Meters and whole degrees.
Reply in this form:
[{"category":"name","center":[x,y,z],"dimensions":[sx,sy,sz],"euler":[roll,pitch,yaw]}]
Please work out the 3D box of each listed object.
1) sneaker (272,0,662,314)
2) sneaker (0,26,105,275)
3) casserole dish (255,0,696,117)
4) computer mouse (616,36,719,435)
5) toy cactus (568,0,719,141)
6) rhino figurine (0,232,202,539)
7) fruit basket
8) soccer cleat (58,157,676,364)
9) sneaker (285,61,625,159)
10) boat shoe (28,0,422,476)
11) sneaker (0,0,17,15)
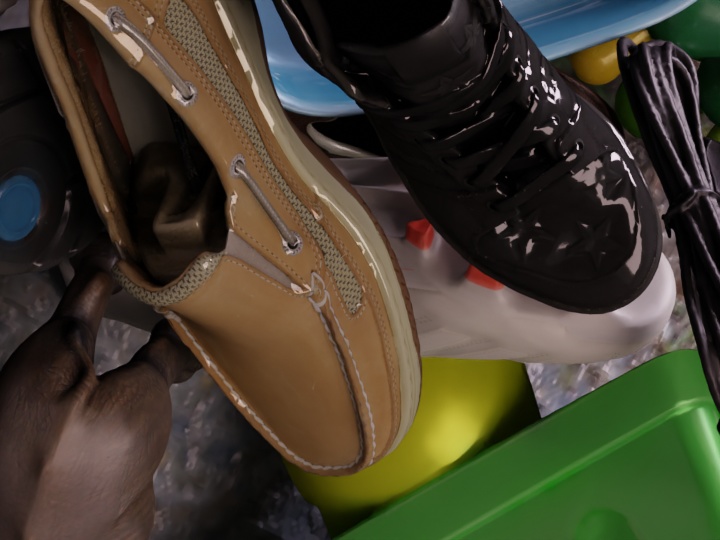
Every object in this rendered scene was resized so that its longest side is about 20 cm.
[{"category":"sneaker","center":[0.015,-0.061,0.804],"dimensions":[0.060,0.104,0.200],"euler":[-38,97,6]},{"category":"sneaker","center":[-0.147,-0.027,0.830],"dimensions":[0.200,0.082,0.074],"euler":[-25,119,-41]},{"category":"casserole dish","center":[0.026,-0.120,0.892],"dimensions":[0.199,0.039,0.122],"euler":[-18,99,-22]},{"category":"computer mouse","center":[0.135,0.018,0.932],"dimensions":[0.046,0.141,0.200],"euler":[-17,150,10]},{"category":"toy cactus","center":[0.152,-0.071,0.987],"dimensions":[0.200,0.165,0.102],"euler":[43,64,-23]},{"category":"rhino figurine","center":[-0.099,0.092,0.911],"dimensions":[0.088,0.060,0.201],"euler":[-69,177,-55]},{"category":"fruit basket","center":[0.034,0.080,0.996],"dimensions":[0.216,0.215,0.156],"euler":[-59,154,-7]},{"category":"soccer cleat","center":[0.000,0.000,0.918],"dimensions":[0.078,0.199,0.069],"euler":[92,10,-46]},{"category":"sneaker","center":[0.031,-0.044,0.984],"dimensions":[0.199,0.075,0.071],"euler":[10,99,-41]},{"category":"boat shoe","center":[-0.046,-0.011,0.831],"dimensions":[0.201,0.071,0.076],"euler":[61,32,-25]},{"category":"sneaker","center":[-0.187,-0.087,0.797],"dimensions":[0.199,0.078,0.100],"euler":[-28,105,-29]}]
